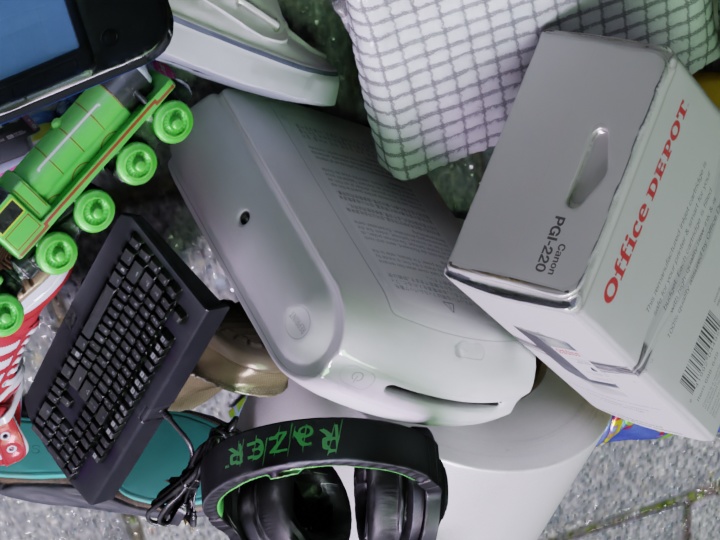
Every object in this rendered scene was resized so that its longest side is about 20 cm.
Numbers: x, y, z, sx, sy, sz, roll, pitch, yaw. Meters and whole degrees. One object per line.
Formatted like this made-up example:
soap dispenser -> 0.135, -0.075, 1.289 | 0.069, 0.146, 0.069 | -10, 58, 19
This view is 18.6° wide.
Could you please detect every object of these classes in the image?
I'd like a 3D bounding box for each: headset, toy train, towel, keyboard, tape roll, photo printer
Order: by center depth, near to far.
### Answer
toy train -> -0.163, -0.030, 1.111 | 0.200, 0.042, 0.056 | -50, 121, -8
headset -> -0.007, 0.135, 1.151 | 0.123, 0.095, 0.200 | -12, 156, 16
towel -> 0.083, -0.149, 1.160 | 0.199, 0.086, 0.166 | -21, 143, -2
keyboard -> -0.117, 0.068, 1.170 | 0.021, 0.127, 0.200 | -35, 166, -40
photo printer -> 0.000, 0.000, 1.186 | 0.166, 0.200, 0.070 | 13, 125, -45
tape roll -> 0.037, 0.083, 1.315 | 0.201, 0.204, 0.140 | 1, 138, -25

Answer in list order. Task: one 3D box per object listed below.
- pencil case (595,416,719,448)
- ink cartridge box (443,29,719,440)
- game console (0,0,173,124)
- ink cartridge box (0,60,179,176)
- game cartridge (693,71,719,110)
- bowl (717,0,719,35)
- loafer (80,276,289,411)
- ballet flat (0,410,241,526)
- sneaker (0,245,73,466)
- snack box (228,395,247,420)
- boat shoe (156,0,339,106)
pencil case -> 0.231, 0.074, 1.487 | 0.199, 0.079, 0.087 | -4, 168, -21
ink cartridge box -> 0.142, -0.015, 1.161 | 0.200, 0.084, 0.146 | 41, 69, -54
game console -> -0.208, -0.154, 0.983 | 0.199, 0.172, 0.118 | -21, 164, 7
ink cartridge box -> -0.183, -0.115, 1.115 | 0.119, 0.042, 0.200 | -28, 139, 8
game cartridge -> 0.226, -0.031, 1.305 | 0.199, 0.178, 0.032 | -4, 179, -20
bowl -> 0.254, -0.166, 1.184 | 0.200, 0.094, 0.202 | -31, 143, -27
loafer -> -0.096, 0.047, 1.226 | 0.076, 0.200, 0.068 | 4, 97, -31
ballet flat -> -0.141, 0.120, 1.342 | 0.199, 0.073, 0.073 | 2, 148, 24
sneaker -> -0.207, 0.045, 1.264 | 0.200, 0.072, 0.112 | -34, 136, 28
snack box -> 0.018, 0.156, 1.437 | 0.199, 0.143, 0.053 | 19, 128, -40
boat shoe -> -0.069, -0.130, 1.121 | 0.200, 0.073, 0.066 | 15, 91, -59
